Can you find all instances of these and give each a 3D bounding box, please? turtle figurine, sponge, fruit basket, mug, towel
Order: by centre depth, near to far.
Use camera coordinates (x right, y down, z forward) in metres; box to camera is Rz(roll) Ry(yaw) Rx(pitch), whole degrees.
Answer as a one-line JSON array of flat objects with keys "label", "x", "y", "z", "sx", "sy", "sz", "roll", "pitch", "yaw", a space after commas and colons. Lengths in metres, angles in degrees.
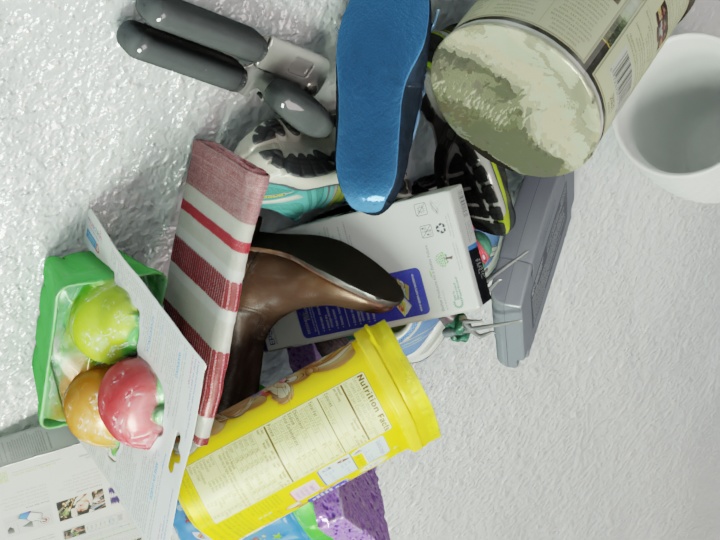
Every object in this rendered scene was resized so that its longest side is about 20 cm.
[{"label": "fruit basket", "x": -0.167, "y": 0.081, "z": 1.016, "sx": 0.094, "sy": 0.200, "sz": 0.186, "roll": -13, "pitch": 129, "yaw": -38}, {"label": "towel", "x": -0.113, "y": 0.011, "z": 1.023, "sx": 0.023, "sy": 0.144, "sz": 0.201, "roll": 8, "pitch": 101, "yaw": -24}, {"label": "turtle figurine", "x": 0.056, "y": 0.023, "z": 1.219, "sx": 0.200, "sy": 0.101, "sz": 0.150, "roll": -29, "pitch": 157, "yaw": 8}, {"label": "sponge", "x": -0.020, "y": 0.149, "z": 1.243, "sx": 0.030, "sy": 0.201, "sz": 0.112, "roll": -21, "pitch": 147, "yaw": 15}, {"label": "mug", "x": 0.366, "y": -0.125, "z": 1.394, "sx": 0.148, "sy": 0.200, "sz": 0.175, "roll": -50, "pitch": 151, "yaw": 9}]

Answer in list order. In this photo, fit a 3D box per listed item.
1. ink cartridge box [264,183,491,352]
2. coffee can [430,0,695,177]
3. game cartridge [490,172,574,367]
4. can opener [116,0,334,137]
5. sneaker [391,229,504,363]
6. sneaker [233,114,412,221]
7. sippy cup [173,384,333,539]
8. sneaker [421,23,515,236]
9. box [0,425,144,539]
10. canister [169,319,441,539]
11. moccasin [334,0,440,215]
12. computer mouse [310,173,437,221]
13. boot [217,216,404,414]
[{"label": "ink cartridge box", "x": 0.000, "y": 0.000, "z": 1.136, "sx": 0.039, "sy": 0.199, "sz": 0.100, "roll": -31, "pitch": 107, "yaw": -65}, {"label": "coffee can", "x": 0.166, "y": -0.194, "z": 1.115, "sx": 0.200, "sy": 0.146, "sz": 0.147, "roll": -53, "pitch": 150, "yaw": -33}, {"label": "game cartridge", "x": 0.165, "y": -0.024, "z": 1.326, "sx": 0.134, "sy": 0.040, "sz": 0.200, "roll": 83, "pitch": 24, "yaw": -56}, {"label": "can opener", "x": -0.087, "y": -0.151, "z": 1.012, "sx": 0.200, "sy": 0.066, "sz": 0.053, "roll": 16, "pitch": 116, "yaw": -49}, {"label": "sneaker", "x": 0.070, "y": 0.003, "z": 1.297, "sx": 0.077, "sy": 0.076, "sz": 0.200, "roll": 6, "pitch": 116, "yaw": -53}, {"label": "sneaker", "x": -0.037, "y": -0.080, "z": 1.135, "sx": 0.200, "sy": 0.078, "sz": 0.080, "roll": 0, "pitch": 147, "yaw": -48}, {"label": "sippy cup", "x": -0.100, "y": 0.196, "z": 1.238, "sx": 0.130, "sy": 0.178, "sz": 0.140, "roll": -23, "pitch": 161, "yaw": 7}, {"label": "sneaker", "x": 0.105, "y": -0.122, "z": 1.197, "sx": 0.081, "sy": 0.074, "sz": 0.201, "roll": -34, "pitch": 122, "yaw": -32}, {"label": "box", "x": -0.235, "y": 0.203, "z": 1.164, "sx": 0.144, "sy": 0.036, "sz": 0.200, "roll": -15, "pitch": 132, "yaw": -17}, {"label": "canister", "x": -0.045, "y": 0.133, "z": 1.095, "sx": 0.200, "sy": 0.087, "sz": 0.149, "roll": -28, "pitch": 160, "yaw": -3}, {"label": "moccasin", "x": 0.012, "y": -0.142, "z": 1.086, "sx": 0.068, "sy": 0.080, "sz": 0.201, "roll": 46, "pitch": 56, "yaw": -77}, {"label": "computer mouse", "x": 0.029, "y": -0.056, "z": 1.222, "sx": 0.200, "sy": 0.059, "sz": 0.034, "roll": -29, "pitch": 131, "yaw": -29}, {"label": "boot", "x": -0.074, "y": 0.065, "z": 1.130, "sx": 0.064, "sy": 0.186, "sz": 0.201, "roll": -38, "pitch": 148, "yaw": -63}]
